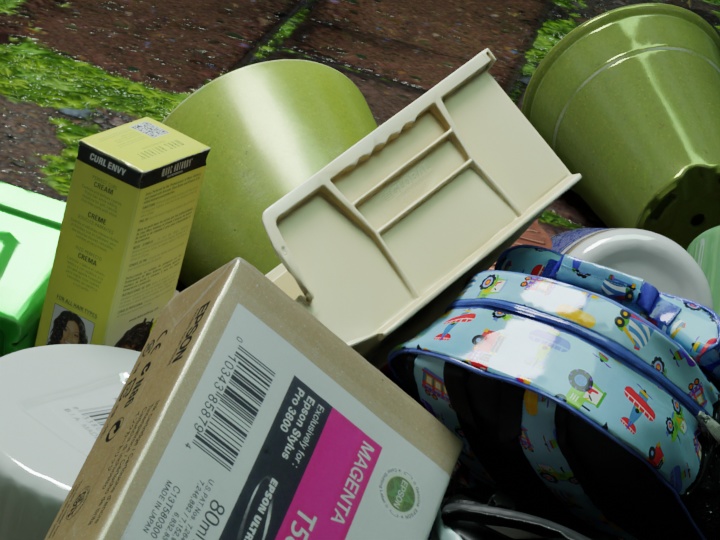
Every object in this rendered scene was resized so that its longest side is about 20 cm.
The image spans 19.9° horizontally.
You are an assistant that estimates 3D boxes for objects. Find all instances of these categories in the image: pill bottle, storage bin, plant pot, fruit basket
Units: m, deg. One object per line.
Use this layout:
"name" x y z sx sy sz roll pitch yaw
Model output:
"pill bottle" 0.166 0.028 1.431 0.115 0.117 0.200 12 0 -7
"storage bin" 0.000 0.000 1.188 0.198 0.200 0.094 -37 84 -31
"plant pot" 0.261 -0.095 1.778 0.199 0.201 0.191 5 38 -22
"plant pot" -0.035 -0.010 1.408 0.186 0.188 0.200 -1 42 -33
"fruit basket" -0.250 -0.011 1.307 0.214 0.156 0.216 7 41 -6

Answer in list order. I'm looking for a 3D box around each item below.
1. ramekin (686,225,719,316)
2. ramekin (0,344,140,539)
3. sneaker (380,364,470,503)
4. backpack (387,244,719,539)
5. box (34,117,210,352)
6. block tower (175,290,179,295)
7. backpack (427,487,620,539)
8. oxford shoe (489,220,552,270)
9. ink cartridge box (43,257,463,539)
"ramekin" 0.318 0.033 1.464 0.198 0.098 0.200 6 -16 2
"ramekin" -0.138 0.122 1.112 0.199 0.098 0.201 12 23 -5
"sneaker" 0.060 0.121 1.267 0.199 0.075 0.080 28 26 26
"backpack" 0.117 0.063 1.124 0.182 0.135 0.200 19 -17 35
"box" -0.148 0.014 1.217 0.050 0.201 0.075 25 26 21
"block tower" -0.168 0.018 1.386 0.057 0.054 0.200 1 26 -31
"backpack" 0.107 0.197 1.050 0.199 0.127 0.167 30 5 19
"oxford shoe" 0.091 -0.001 1.401 0.070 0.074 0.200 14 24 5
"ink cartridge box" -0.054 0.122 1.005 0.164 0.075 0.201 39 49 -18
